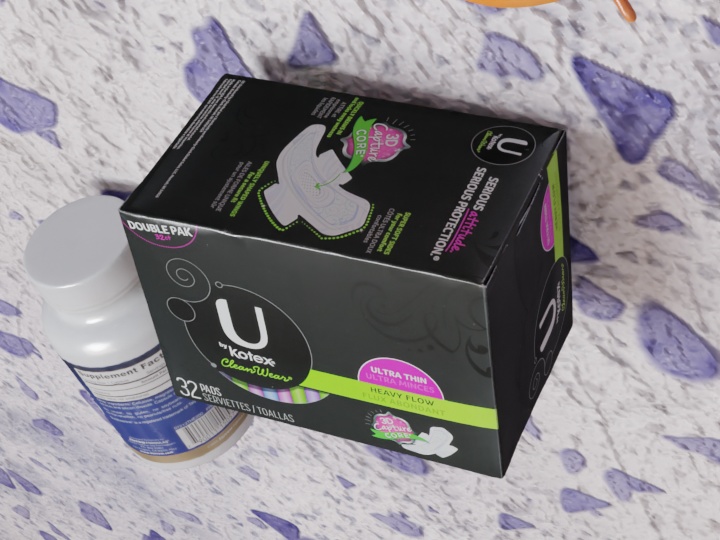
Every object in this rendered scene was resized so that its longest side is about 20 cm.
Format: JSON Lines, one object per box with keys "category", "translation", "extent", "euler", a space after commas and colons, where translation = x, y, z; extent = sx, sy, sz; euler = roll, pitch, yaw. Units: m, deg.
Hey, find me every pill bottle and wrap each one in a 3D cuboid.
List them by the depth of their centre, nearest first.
{"category": "pill bottle", "translation": [-0.155, 0.043, 1.089], "extent": [0.111, 0.111, 0.200], "euler": [12, 146, 32]}

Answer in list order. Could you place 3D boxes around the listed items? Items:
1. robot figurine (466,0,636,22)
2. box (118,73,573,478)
{"category": "robot figurine", "translation": [0.044, -0.178, 0.548], "extent": [0.144, 0.117, 0.200], "euler": [-5, 136, 32]}
{"category": "box", "translation": [0.000, 0.000, 0.822], "extent": [0.200, 0.124, 0.149], "euler": [12, 137, 22]}
